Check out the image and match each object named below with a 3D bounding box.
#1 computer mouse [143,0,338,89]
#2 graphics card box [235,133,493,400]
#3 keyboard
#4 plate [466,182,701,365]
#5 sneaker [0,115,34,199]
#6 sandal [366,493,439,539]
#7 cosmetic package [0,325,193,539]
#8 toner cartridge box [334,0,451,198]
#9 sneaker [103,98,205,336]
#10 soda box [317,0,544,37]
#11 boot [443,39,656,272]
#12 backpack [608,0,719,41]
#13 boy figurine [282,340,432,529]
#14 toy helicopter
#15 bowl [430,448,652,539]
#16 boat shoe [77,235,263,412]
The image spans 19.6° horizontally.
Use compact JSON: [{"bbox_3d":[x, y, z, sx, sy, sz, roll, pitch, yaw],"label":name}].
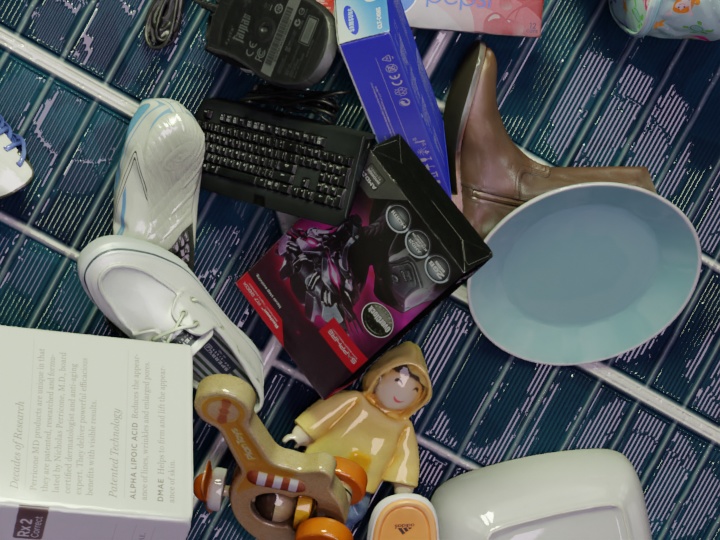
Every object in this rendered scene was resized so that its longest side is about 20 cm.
[{"bbox_3d":[-0.075,-0.221,1.647,0.046,0.200,0.141,16,93,-53],"label":"computer mouse"},{"bbox_3d":[0.000,0.000,1.657,0.126,0.051,0.200,53,128,7],"label":"graphics card box"},{"bbox_3d":[-0.074,-0.103,1.638,0.040,0.200,0.104,17,89,-46],"label":"keyboard"},{"bbox_3d":[0.186,-0.001,1.753,0.200,0.026,0.200,-5,131,-5],"label":"plate"},{"bbox_3d":[-0.305,-0.117,1.646,0.115,0.081,0.200,15,100,-17],"label":"sneaker"},{"bbox_3d":[0.034,0.284,1.744,0.079,0.059,0.207,-4,119,-1],"label":"sandal"},{"bbox_3d":[-0.240,0.157,1.612,0.199,0.165,0.165,6,51,-13],"label":"cosmetic package"},{"bbox_3d":[0.026,-0.147,1.647,0.043,0.095,0.200,-13,139,9],"label":"toner cartridge box"},{"bbox_3d":[-0.170,-0.043,1.692,0.072,0.072,0.200,5,110,-25],"label":"sneaker"},{"bbox_3d":[0.047,-0.229,1.707,0.199,0.070,0.064,4,97,-13],"label":"soda box"},{"bbox_3d":[0.168,-0.092,1.753,0.199,0.064,0.187,6,109,-10],"label":"boot"},{"bbox_3d":[0.249,-0.286,1.692,0.150,0.178,0.201,-3,107,-9],"label":"backpack"},{"bbox_3d":[0.001,0.153,1.749,0.124,0.064,0.200,35,92,-11],"label":"boy figurine"},{"bbox_3d":[-0.086,0.152,1.643,0.132,0.079,0.200,-7,134,22],"label":"toy helicopter"},{"bbox_3d":[0.164,0.263,1.792,0.199,0.075,0.200,-10,98,-9],"label":"bowl"},{"bbox_3d":[-0.141,0.045,1.667,0.074,0.067,0.200,-45,125,11],"label":"boat shoe"}]
